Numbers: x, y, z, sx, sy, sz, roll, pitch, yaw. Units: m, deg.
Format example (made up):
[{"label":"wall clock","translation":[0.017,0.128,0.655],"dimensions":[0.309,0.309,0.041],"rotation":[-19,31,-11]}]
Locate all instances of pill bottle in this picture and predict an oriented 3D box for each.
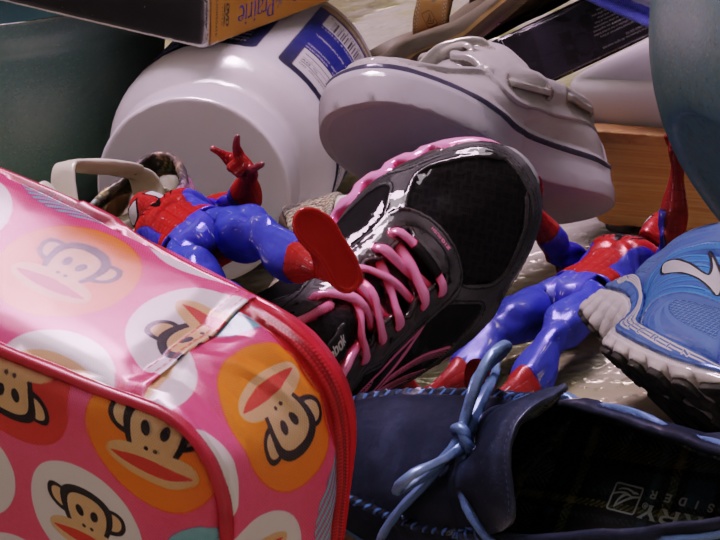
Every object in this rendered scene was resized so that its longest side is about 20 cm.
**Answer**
[{"label":"pill bottle","translation":[-0.062,-0.069,1.231],"dimensions":[0.116,0.116,0.200],"rotation":[-4,18,12]}]

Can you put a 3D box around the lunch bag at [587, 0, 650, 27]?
[{"label":"lunch bag","translation":[0.206,-0.161,1.121],"dimensions":[0.170,0.124,0.200],"rotation":[-20,36,-38]}]

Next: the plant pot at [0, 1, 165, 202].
[{"label":"plant pot","translation":[-0.199,-0.090,1.314],"dimensions":[0.200,0.134,0.200],"rotation":[-2,19,1]}]

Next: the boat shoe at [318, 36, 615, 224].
[{"label":"boat shoe","translation":[0.050,-0.071,1.074],"dimensions":[0.072,0.066,0.200],"rotation":[-17,-20,37]}]

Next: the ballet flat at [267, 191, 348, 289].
[{"label":"ballet flat","translation":[0.000,0.000,1.047],"dimensions":[0.075,0.068,0.200],"rotation":[-34,10,8]}]

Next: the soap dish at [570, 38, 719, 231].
[{"label":"soap dish","translation":[0.214,-0.069,1.173],"dimensions":[0.200,0.081,0.157],"rotation":[7,24,38]}]

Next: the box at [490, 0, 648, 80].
[{"label":"box","translation":[0.111,-0.124,1.316],"dimensions":[0.143,0.036,0.200],"rotation":[-26,4,-14]}]

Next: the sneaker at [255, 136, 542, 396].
[{"label":"sneaker","translation":[-0.007,0.022,0.901],"dimensions":[0.200,0.079,0.095],"rotation":[-39,5,-8]}]

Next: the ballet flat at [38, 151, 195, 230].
[{"label":"ballet flat","translation":[-0.120,-0.008,1.000],"dimensions":[0.069,0.071,0.200],"rotation":[-6,13,22]}]

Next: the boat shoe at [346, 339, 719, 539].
[{"label":"boat shoe","translation":[0.064,0.061,0.814],"dimensions":[0.200,0.069,0.084],"rotation":[1,62,30]}]

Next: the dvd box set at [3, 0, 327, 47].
[{"label":"dvd box set","translation":[-0.088,-0.162,1.264],"dimensions":[0.146,0.029,0.200],"rotation":[16,23,25]}]

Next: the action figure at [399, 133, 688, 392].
[{"label":"action figure","translation":[0.085,-0.009,1.028],"dimensions":[0.065,0.099,0.200],"rotation":[7,21,35]}]

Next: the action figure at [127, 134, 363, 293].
[{"label":"action figure","translation":[-0.057,-0.011,0.904],"dimensions":[0.065,0.052,0.200],"rotation":[-43,15,-9]}]

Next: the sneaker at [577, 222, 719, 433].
[{"label":"sneaker","translation":[0.137,0.017,0.880],"dimensions":[0.089,0.079,0.200],"rotation":[-45,13,5]}]

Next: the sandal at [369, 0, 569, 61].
[{"label":"sandal","translation":[0.060,-0.147,1.276],"dimensions":[0.080,0.054,0.200],"rotation":[-29,4,-39]}]

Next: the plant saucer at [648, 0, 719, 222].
[{"label":"plant saucer","translation":[0.171,-0.034,0.953],"dimensions":[0.039,0.201,0.201],"rotation":[-41,26,-9]}]

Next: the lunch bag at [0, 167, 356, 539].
[{"label":"lunch bag","translation":[-0.101,0.067,0.756],"dimensions":[0.200,0.176,0.082],"rotation":[26,40,24]}]
